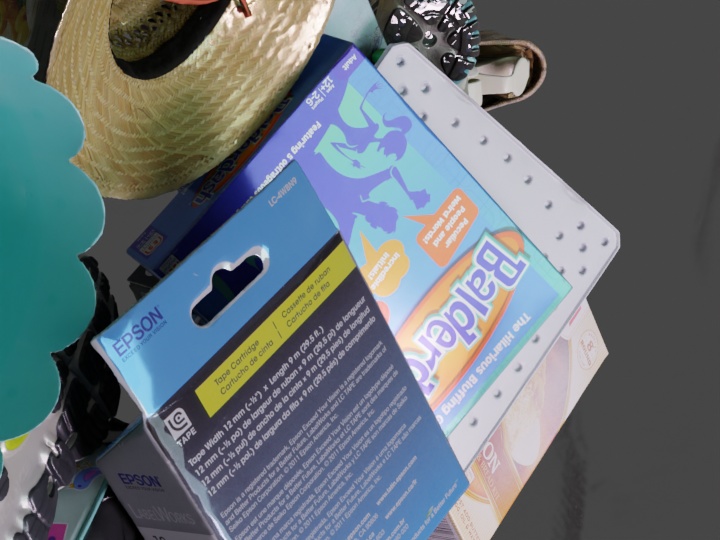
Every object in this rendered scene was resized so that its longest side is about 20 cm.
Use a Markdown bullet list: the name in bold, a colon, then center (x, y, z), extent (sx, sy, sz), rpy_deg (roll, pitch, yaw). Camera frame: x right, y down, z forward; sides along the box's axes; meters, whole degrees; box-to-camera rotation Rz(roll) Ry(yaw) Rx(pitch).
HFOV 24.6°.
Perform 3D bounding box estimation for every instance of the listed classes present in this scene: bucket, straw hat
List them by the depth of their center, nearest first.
- **bucket**: center (-0.217, -0.006, 0.649), extent (0.207, 0.134, 0.208), rpy_deg (-27, 123, -51)
- **straw hat**: center (-0.094, -0.139, 0.747), extent (0.201, 0.085, 0.201), rpy_deg (-41, 153, -27)

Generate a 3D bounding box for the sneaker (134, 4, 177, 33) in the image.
- **sneaker**: center (-0.055, -0.157, 0.900), extent (0.200, 0.075, 0.090), rpy_deg (-41, 130, -41)

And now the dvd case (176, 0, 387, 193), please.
- **dvd case**: center (-0.038, -0.078, 0.887), extent (0.146, 0.022, 0.200), rpy_deg (-45, 141, -17)

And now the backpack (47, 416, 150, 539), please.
- **backpack**: center (-0.158, 0.189, 0.790), extent (0.200, 0.153, 0.176), rpy_deg (-80, 162, -48)

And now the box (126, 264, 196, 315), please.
- **box**: center (-0.050, 0.030, 1.010), extent (0.159, 0.046, 0.200), rpy_deg (-52, 141, -33)

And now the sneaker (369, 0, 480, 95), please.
- **sneaker**: center (0.033, -0.109, 1.010), extent (0.077, 0.086, 0.201), rpy_deg (-9, 133, -14)

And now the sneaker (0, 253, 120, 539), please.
- **sneaker**: center (-0.168, 0.065, 0.747), extent (0.200, 0.079, 0.078), rpy_deg (-65, 146, -44)

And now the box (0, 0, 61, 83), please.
- **box**: center (-0.166, -0.079, 0.790), extent (0.041, 0.039, 0.201), rpy_deg (9, 95, -58)

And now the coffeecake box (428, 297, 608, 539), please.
- **coffeecake box**: center (0.067, 0.060, 1.066), extent (0.200, 0.073, 0.154), rpy_deg (-52, 128, -36)

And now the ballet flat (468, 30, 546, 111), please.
- **ballet flat**: center (0.063, -0.127, 1.102), extent (0.200, 0.067, 0.068), rpy_deg (-28, 124, -50)

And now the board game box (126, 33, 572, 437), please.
- **board game box**: center (0.000, 0.000, 0.866), extent (0.152, 0.045, 0.200), rpy_deg (-50, 120, -7)

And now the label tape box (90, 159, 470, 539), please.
- **label tape box**: center (-0.045, 0.071, 0.774), extent (0.143, 0.066, 0.200), rpy_deg (-46, 118, -36)

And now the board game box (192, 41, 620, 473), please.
- **board game box**: center (0.027, 0.007, 0.924), extent (0.200, 0.026, 0.200), rpy_deg (37, 85, -30)
